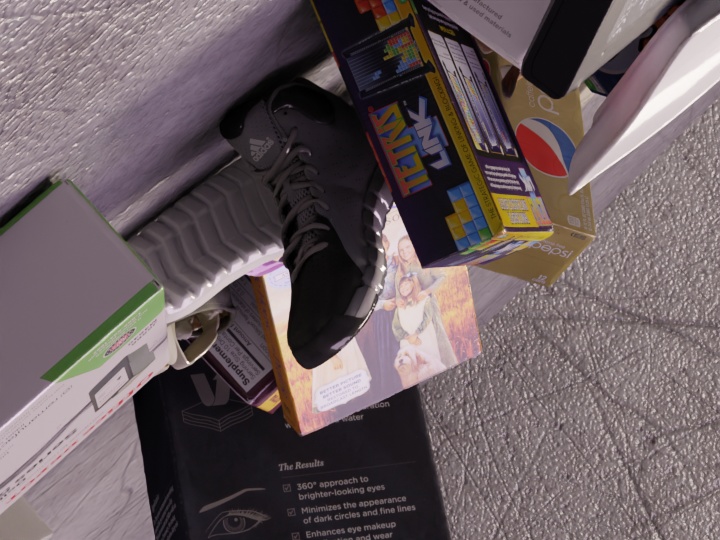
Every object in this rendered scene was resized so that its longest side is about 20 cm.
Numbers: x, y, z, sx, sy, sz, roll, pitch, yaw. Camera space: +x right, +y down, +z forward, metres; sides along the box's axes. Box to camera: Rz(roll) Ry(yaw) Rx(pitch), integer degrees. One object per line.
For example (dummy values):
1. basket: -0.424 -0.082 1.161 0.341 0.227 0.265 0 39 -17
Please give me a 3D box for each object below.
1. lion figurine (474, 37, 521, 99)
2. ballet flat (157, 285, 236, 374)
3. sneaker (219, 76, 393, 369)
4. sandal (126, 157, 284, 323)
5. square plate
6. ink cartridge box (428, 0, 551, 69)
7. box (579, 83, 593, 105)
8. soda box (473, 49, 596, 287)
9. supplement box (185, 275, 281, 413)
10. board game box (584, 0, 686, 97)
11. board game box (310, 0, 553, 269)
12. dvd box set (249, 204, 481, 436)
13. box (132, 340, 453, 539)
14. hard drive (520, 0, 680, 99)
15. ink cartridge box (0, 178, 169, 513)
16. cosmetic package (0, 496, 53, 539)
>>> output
1. lion figurine: 0.140 -0.178 1.701 0.122 0.073 0.200 -22 -151 14
2. ballet flat: -0.129 0.035 1.661 0.067 0.064 0.200 -20 -178 22
3. sneaker: -0.041 -0.038 1.524 0.075 0.115 0.200 -37 -155 34
4. sandal: -0.072 -0.022 1.617 0.202 0.083 0.050 -26 147 -23
5. square plate: 0.218 -0.147 1.601 0.198 0.028 0.200 -38 171 -30
6. ink cartridge box: 0.131 -0.209 1.494 0.200 0.083 0.146 -54 167 5
7. box: 0.176 -0.198 1.926 0.068 0.082 0.200 -36 171 -46
8. soda box: 0.108 -0.092 1.778 0.064 0.067 0.201 -50 -148 45
9. supplement box: -0.031 -0.005 1.832 0.200 0.103 0.131 -43 173 0
10. board game box: 0.182 -0.222 1.613 0.200 0.135 0.034 -42 -162 -4
11. board game box: 0.045 -0.086 1.529 0.057 0.166 0.200 -22 175 12
12. dvd box set: 0.000 0.000 1.733 0.146 0.029 0.201 -23 128 -16
13. box: -0.053 0.149 1.935 0.196 0.201 0.117 -5 159 -16
14. hard drive: 0.172 -0.189 1.428 0.200 0.033 0.140 -39 161 -43
15. ink cartridge box: -0.182 0.048 1.421 0.145 0.084 0.200 -42 172 -10
16. cosmetic package: -0.292 0.192 1.568 0.200 0.107 0.090 -45 172 24
